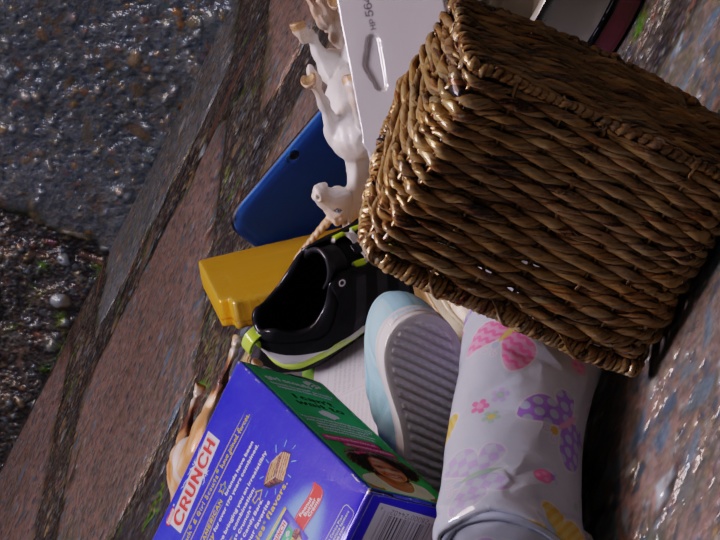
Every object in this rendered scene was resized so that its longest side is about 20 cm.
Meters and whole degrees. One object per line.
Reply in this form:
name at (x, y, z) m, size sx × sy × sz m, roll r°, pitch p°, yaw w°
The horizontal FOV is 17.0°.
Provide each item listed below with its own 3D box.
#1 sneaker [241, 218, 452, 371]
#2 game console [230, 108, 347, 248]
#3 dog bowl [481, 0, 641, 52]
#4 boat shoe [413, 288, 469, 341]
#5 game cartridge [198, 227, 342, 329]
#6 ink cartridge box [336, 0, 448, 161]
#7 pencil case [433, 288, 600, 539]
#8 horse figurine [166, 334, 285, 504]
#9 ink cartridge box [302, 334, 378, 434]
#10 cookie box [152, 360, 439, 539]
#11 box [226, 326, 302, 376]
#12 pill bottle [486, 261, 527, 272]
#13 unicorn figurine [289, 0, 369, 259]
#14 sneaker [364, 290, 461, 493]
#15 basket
sneaker at (0.000, 0.000, 1.739) m, size 0.200 × 0.072 × 0.083 m, roll -43°, pitch -27°, yaw 1°
game console at (-0.014, -0.094, 2.076) m, size 0.200 × 0.118 × 0.171 m, roll -49°, pitch 11°, yaw 4°
dog bowl at (0.159, -0.224, 1.809) m, size 0.200 × 0.074 × 0.201 m, roll -158°, pitch 90°, yaw -77°
boat shoe at (0.086, 0.038, 1.632) m, size 0.200 × 0.069 × 0.074 m, roll -119°, pitch 12°, yaw -54°
game cartridge at (-0.024, 0.000, 1.938) m, size 0.176 × 0.199 × 0.033 m, roll -128°, pitch 25°, yaw -75°
ink cartridge box at (0.045, -0.159, 1.875) m, size 0.200 × 0.084 × 0.146 m, roll -19°, pitch -83°, yaw -82°
pencil case at (0.098, 0.099, 1.445) m, size 0.083 × 0.090 × 0.200 m, roll 76°, pitch -163°, yaw -44°
horse figurine at (-0.112, 0.129, 1.823) m, size 0.200 × 0.050 × 0.133 m, roll 136°, pitch 153°, yaw -64°
ink cartridge box at (0.056, 0.094, 1.721) m, size 0.200 × 0.076 × 0.148 m, roll -25°, pitch 31°, yaw 19°
cookie box at (-0.045, 0.176, 1.538) m, size 0.200 × 0.075 × 0.172 m, roll 40°, pitch 107°, yaw 54°
box at (-0.050, 0.132, 1.946) m, size 0.200 × 0.122 × 0.106 m, roll -81°, pitch 17°, yaw -47°
pill bottle at (0.109, -0.075, 1.676) m, size 0.112 × 0.111 × 0.200 m, roll -63°, pitch 14°, yaw 20°
unicorn figurine at (-0.016, -0.128, 1.912) m, size 0.137 × 0.074 × 0.200 m, roll 66°, pitch -148°, yaw -53°
sneaker at (0.044, 0.103, 1.587) m, size 0.082 × 0.074 × 0.201 m, roll -123°, pitch 26°, yaw -65°
basket at (0.108, -0.056, 1.444) m, size 0.143 × 0.200 × 0.149 m, roll -97°, pitch 32°, yaw -63°
